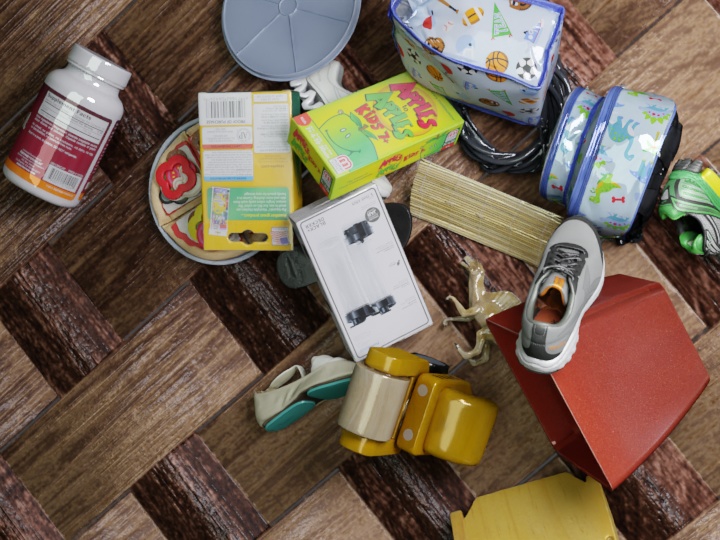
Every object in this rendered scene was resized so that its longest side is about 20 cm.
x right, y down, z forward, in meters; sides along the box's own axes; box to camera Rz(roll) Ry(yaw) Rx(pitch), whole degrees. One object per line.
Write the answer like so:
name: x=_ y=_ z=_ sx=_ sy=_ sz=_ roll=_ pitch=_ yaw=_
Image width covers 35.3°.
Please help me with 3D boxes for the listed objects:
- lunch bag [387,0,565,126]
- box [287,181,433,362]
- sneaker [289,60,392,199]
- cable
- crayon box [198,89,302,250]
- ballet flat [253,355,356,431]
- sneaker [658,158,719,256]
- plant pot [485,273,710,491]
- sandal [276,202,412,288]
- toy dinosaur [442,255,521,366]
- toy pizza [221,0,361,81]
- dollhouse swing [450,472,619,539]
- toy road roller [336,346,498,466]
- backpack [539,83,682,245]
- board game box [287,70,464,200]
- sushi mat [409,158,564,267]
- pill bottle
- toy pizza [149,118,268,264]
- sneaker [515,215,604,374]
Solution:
lunch bag: x=0.135 y=-0.269 z=1.348 sx=0.198 sy=0.170 sz=0.125 roll=17 pitch=82 yaw=10
box: x=0.000 y=0.000 z=1.430 sx=0.116 sy=0.060 sz=0.202 roll=-27 pitch=107 yaw=-8
sneaker: x=-0.011 y=-0.185 z=1.474 sx=0.081 sy=0.075 sz=0.201 roll=-34 pitch=85 yaw=1
cable: x=0.190 y=-0.219 z=1.447 sx=0.162 sy=0.051 sz=0.201 roll=-29 pitch=81 yaw=6
crayon box: x=-0.141 y=-0.128 z=1.455 sx=0.124 sy=0.052 sz=0.202 roll=1 pitch=96 yaw=12
ballet flat: x=-0.064 y=0.147 z=1.476 sx=0.199 sy=0.069 sz=0.070 roll=-28 pitch=85 yaw=29
sneaker: x=0.425 y=-0.042 z=1.355 sx=0.200 sy=0.078 sz=0.086 roll=39 pitch=79 yaw=-19
plant pot: x=0.293 y=0.111 z=1.350 sx=0.175 sy=0.200 sz=0.201 roll=-30 pitch=99 yaw=-6
sandal: x=-0.021 y=-0.028 z=1.489 sx=0.198 sy=0.045 sz=0.076 roll=-23 pitch=86 yaw=11
toy dinosaur: x=0.172 y=0.078 z=1.447 sx=0.101 sy=0.058 sz=0.201 roll=-36 pitch=84 yaw=8
toy pizza: x=-0.090 y=-0.344 z=1.493 sx=0.198 sy=0.032 sz=0.203 roll=-4 pitch=78 yaw=18
dollhouse swing: x=0.244 y=0.395 z=1.451 sx=0.198 sy=0.176 sz=0.183 roll=-19 pitch=46 yaw=11
toy road roller: x=0.079 y=0.176 z=1.398 sx=0.145 sy=0.199 sz=0.124 roll=21 pitch=95 yaw=32
backpack: x=0.295 y=-0.131 z=1.346 sx=0.146 sy=0.200 sz=0.185 roll=19 pitch=96 yaw=10
board game box: x=0.020 y=-0.174 z=1.410 sx=0.199 sy=0.048 sz=0.102 roll=-26 pitch=67 yaw=-26
sushi mat: x=0.157 y=-0.071 z=1.441 sx=0.198 sy=0.096 sz=0.012 roll=23 pitch=51 yaw=10
pill bottle: x=-0.391 y=-0.196 z=1.525 sx=0.112 sy=0.113 sz=0.201 roll=29 pitch=96 yaw=9
toy pizza: x=-0.194 y=-0.109 z=1.522 sx=0.198 sy=0.032 sz=0.203 roll=0 pitch=91 yaw=11
sneaker: x=0.222 y=0.014 z=1.228 sx=0.073 sy=0.080 sz=0.201 roll=12 pitch=53 yaw=17
